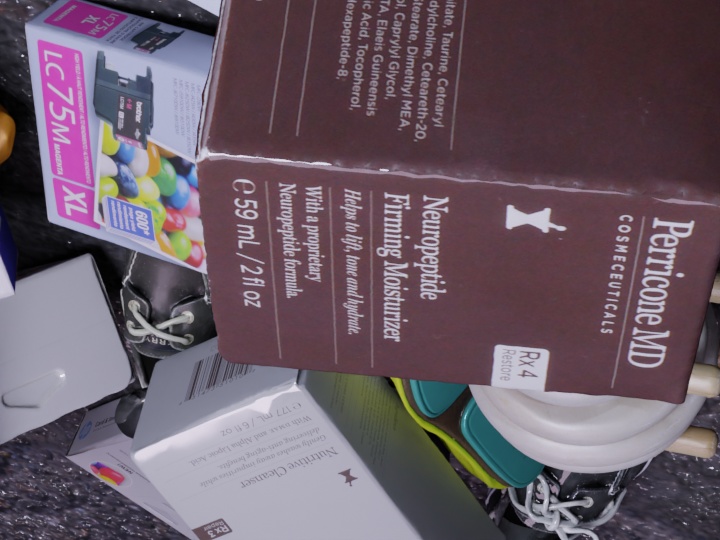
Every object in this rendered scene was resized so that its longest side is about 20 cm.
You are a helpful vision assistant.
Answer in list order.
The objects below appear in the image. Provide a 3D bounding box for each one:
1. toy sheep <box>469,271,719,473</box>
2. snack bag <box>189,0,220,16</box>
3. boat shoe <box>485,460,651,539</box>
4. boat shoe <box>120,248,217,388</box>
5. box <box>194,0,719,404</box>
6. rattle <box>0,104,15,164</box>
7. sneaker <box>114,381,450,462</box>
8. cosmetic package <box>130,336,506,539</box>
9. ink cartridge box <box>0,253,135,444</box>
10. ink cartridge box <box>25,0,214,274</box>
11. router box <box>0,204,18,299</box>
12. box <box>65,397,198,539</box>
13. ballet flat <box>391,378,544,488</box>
[{"bbox_3d":[0.116,0.039,1.097,0.138,0.138,0.200,14,155,13],"label":"toy sheep"},{"bbox_3d":[-0.042,-0.167,0.970,0.188,0.021,0.200,26,149,-6],"label":"snack bag"},{"bbox_3d":[0.115,0.124,1.285,0.073,0.068,0.199,27,149,-10],"label":"boat shoe"},{"bbox_3d":[-0.100,0.020,1.259,0.071,0.064,0.200,14,148,12],"label":"boat shoe"},{"bbox_3d":[0.045,-0.061,0.903,0.199,0.165,0.166,5,149,4],"label":"box"},{"bbox_3d":[-0.307,-0.061,1.166,0.200,0.131,0.143,22,171,-33],"label":"rattle"},{"bbox_3d":[-0.039,0.105,1.255,0.199,0.088,0.076,3,173,-20],"label":"sneaker"},{"bbox_3d":[-0.018,0.122,1.183,0.113,0.081,0.200,-24,119,24],"label":"cosmetic package"},{"bbox_3d":[-0.252,0.061,1.313,0.200,0.147,0.086,-13,99,48],"label":"ink cartridge box"},{"bbox_3d":[-0.069,-0.053,1.084,0.200,0.042,0.120,16,129,23],"label":"ink cartridge box"},{"bbox_3d":[-0.288,-0.057,1.125,0.179,0.049,0.200,-14,119,1],"label":"router box"},{"bbox_3d":[-0.076,0.127,1.438,0.156,0.041,0.200,36,146,-22],"label":"box"},{"bbox_3d":[0.042,0.053,1.180,0.067,0.067,0.200,30,164,36],"label":"ballet flat"}]
